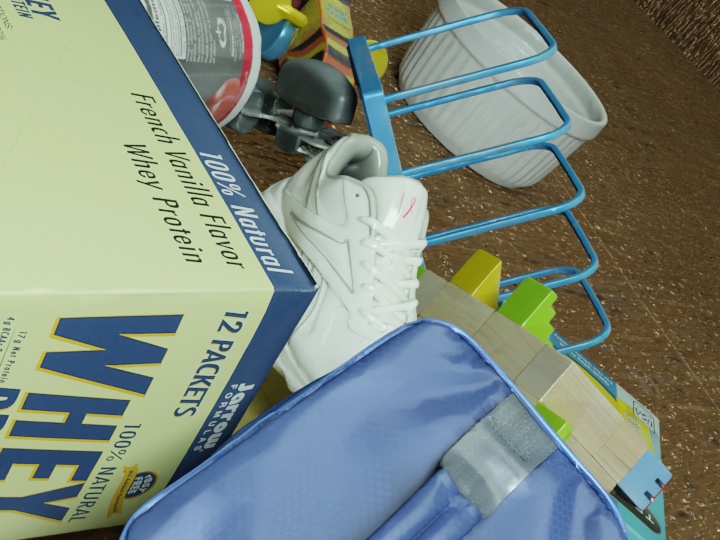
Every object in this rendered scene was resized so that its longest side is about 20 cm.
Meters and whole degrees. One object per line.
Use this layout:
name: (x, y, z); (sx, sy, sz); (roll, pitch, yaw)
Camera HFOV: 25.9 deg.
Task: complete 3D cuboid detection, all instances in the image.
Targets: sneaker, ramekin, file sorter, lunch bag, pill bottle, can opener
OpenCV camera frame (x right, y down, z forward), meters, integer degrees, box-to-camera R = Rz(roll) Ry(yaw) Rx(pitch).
sneaker: (0.000, 0.000, 0.806); (0.078, 0.099, 0.201); (20, 34, -37)
ramekin: (0.128, -0.170, 1.488); (0.200, 0.105, 0.201); (35, 22, -16)
file sorter: (0.075, -0.049, 0.990); (0.139, 0.122, 0.201); (-100, 176, -68)
lunch bag: (-0.010, 0.119, 0.572); (0.136, 0.133, 0.200); (46, 55, 12)
pill bottle: (-0.151, -0.133, 0.919); (0.111, 0.111, 0.200); (48, 22, 15)
can opener: (-0.067, -0.119, 1.025); (0.199, 0.067, 0.052); (26, 15, 40)

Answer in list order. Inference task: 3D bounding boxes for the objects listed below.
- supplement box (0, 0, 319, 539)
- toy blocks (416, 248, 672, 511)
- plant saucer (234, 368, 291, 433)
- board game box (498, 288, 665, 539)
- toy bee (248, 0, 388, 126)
supplement box: (-0.161, -0.014, 0.581); (0.199, 0.135, 0.201); (-1, 46, -40)
toy blocks: (0.094, 0.081, 0.848); (0.137, 0.100, 0.200); (46, -6, -31)
plant saucer: (-0.092, 0.040, 0.780); (0.199, 0.048, 0.201); (14, 36, -52)
board game box: (0.133, 0.110, 1.043); (0.151, 0.047, 0.200); (40, 21, -7)
toy bee: (-0.040, -0.210, 1.265); (0.130, 0.109, 0.201); (11, 37, -50)
